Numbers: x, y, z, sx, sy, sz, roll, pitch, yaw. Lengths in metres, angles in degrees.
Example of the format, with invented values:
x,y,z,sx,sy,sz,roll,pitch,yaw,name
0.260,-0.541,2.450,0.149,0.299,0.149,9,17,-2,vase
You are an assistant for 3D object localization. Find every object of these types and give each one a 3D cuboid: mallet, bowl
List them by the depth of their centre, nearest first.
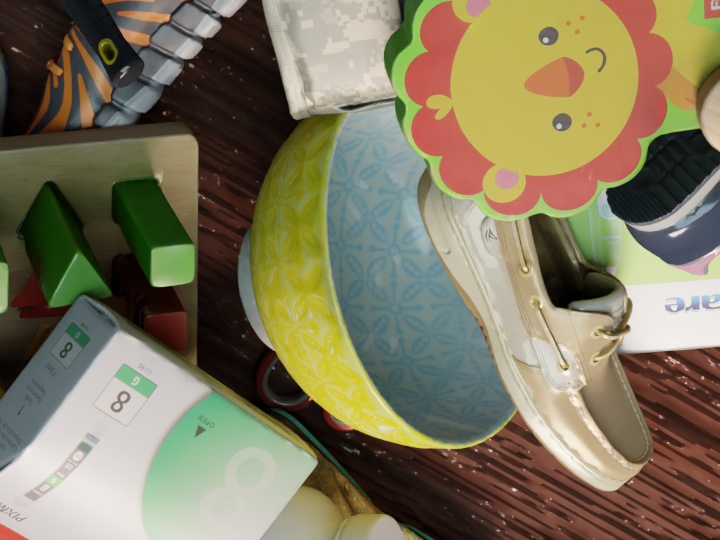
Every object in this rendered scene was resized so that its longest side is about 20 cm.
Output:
x,y,z,sx,sy,sz,roll,pitch,yaw,name
-0.158,-0.179,1.472,0.066,0.041,0.200,-49,64,16,mallet
0.000,0.000,1.552,0.107,0.200,0.200,-11,118,36,bowl

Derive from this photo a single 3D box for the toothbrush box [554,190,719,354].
x,y,z,sx,sy,sz,roll,pitch,yaw,name
0.171,-0.064,1.561,0.145,0.086,0.201,-5,114,2,toothbrush box

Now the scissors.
x,y,z,sx,sy,sz,roll,pitch,yaw,name
-0.013,-0.003,1.629,0.073,0.014,0.201,7,113,-3,scissors

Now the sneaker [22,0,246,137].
x,y,z,sx,sy,sz,roll,pitch,yaw,name
-0.141,-0.139,1.537,0.112,0.078,0.200,41,97,-13,sneaker

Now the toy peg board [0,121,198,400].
x,y,z,sx,sy,sz,roll,pitch,yaw,name
-0.173,0.042,1.503,0.199,0.098,0.200,-6,118,-15,toy peg board

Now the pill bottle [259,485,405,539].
x,y,z,sx,sy,sz,roll,pitch,yaw,name
-0.078,0.175,1.594,0.199,0.112,0.113,-4,116,21,pill bottle

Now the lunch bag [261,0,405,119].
x,y,z,sx,sy,sz,roll,pitch,yaw,name
0.029,-0.180,1.454,0.164,0.118,0.201,-10,85,4,lunch bag

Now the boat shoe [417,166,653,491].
x,y,z,sx,sy,sz,roll,pitch,yaw,name
0.104,0.023,1.515,0.069,0.074,0.200,-23,108,29,boat shoe

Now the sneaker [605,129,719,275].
x,y,z,sx,sy,sz,roll,pitch,yaw,name
0.221,-0.073,1.486,0.200,0.070,0.082,-34,137,9,sneaker

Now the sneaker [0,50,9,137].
x,y,z,sx,sy,sz,roll,pitch,yaw,name
-0.228,-0.029,1.551,0.075,0.088,0.201,-1,102,11,sneaker

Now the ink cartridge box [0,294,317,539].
x,y,z,sx,sy,sz,roll,pitch,yaw,name
-0.138,0.131,1.478,0.161,0.050,0.200,36,89,-42,ink cartridge box

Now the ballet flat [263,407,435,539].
x,y,z,sx,sy,sz,roll,pitch,yaw,name
-0.002,0.161,1.669,0.200,0.071,0.071,41,108,-14,ballet flat

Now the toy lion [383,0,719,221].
x,y,z,sx,sy,sz,roll,pitch,yaw,name
0.106,-0.123,1.391,0.191,0.069,0.201,-6,115,-6,toy lion
